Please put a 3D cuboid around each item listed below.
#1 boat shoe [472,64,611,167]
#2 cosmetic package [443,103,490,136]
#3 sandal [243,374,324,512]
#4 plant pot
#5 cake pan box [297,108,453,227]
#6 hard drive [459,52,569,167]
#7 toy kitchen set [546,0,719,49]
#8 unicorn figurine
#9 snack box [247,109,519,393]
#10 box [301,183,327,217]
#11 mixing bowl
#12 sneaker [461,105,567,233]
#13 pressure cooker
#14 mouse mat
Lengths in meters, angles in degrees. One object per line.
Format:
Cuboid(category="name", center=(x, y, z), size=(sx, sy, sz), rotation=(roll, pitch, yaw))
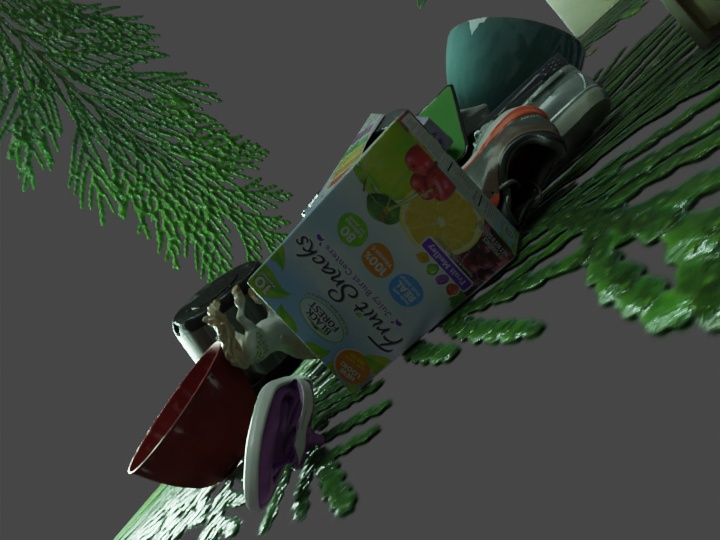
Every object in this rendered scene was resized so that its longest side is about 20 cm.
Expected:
Cuboid(category="boat shoe", center=(0.151, -0.119, 0.659), size=(0.200, 0.072, 0.070), rotation=(-41, -27, 13))
Cuboid(category="cosmetic package", center=(0.109, -0.158, 0.939), size=(0.089, 0.109, 0.199), rotation=(-33, 18, -21))
Cuboid(category="sandal", center=(-0.053, 0.128, 0.550), size=(0.048, 0.085, 0.203), rotation=(0, 8, 5))
Cuboid(category="plant pot", center=(0.208, -0.247, 0.937), size=(0.200, 0.193, 0.139), rotation=(174, 107, -85))
Cuboid(category="cake pan box", center=(0.013, -0.107, 0.838), size=(0.203, 0.052, 0.184), rotation=(-56, 27, 0))
Cuboid(category="hard drive", center=(0.175, -0.147, 0.760), size=(0.199, 0.042, 0.136), rotation=(-43, 26, 22))
Cuboid(category="toy kitchen set", center=(0.264, -0.310, 0.570), size=(0.181, 0.200, 0.163), rotation=(-45, 4, -21))
Cuboid(category="unicorn figurine", center=(-0.120, 0.078, 0.904), size=(0.198, 0.139, 0.074), rotation=(-29, -8, -41))
Cuboid(category="snack box", center=(0.016, -0.009, 0.563), size=(0.199, 0.142, 0.053), rotation=(-42, 4, 27))
Cuboid(category="box", center=(0.004, -0.097, 1.311), size=(0.132, 0.201, 0.114), rotation=(-45, 5, -26))
Cuboid(category="mixing bowl", center=(-0.202, 0.205, 0.874), size=(0.201, 0.107, 0.201), rotation=(-50, 14, 16))
Cuboid(category="sneaker", center=(0.105, -0.051, 0.585), size=(0.203, 0.076, 0.082), rotation=(-57, 24, 17))
Cuboid(category="pressure cooker", center=(-0.175, 0.111, 1.036), size=(0.176, 0.203, 0.176), rotation=(-14, 23, 49))
Cuboid(category="mouse mat", center=(0.059, -0.135, 0.860), size=(0.199, 0.007, 0.164), rotation=(-42, 33, 31))
